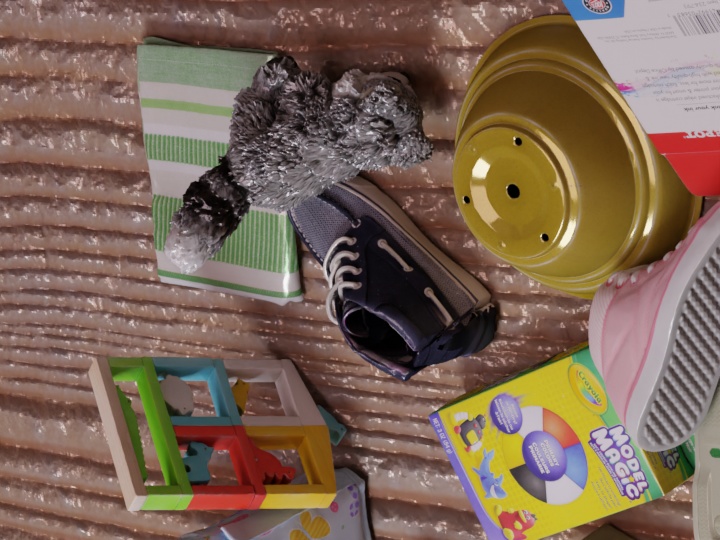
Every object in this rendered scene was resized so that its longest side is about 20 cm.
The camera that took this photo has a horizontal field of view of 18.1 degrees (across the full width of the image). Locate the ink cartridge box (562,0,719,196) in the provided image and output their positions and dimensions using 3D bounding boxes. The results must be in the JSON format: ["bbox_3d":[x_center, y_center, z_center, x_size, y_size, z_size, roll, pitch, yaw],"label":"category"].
[{"bbox_3d":[0.214,-0.136,1.374,0.116,0.067,0.200,0,139,42],"label":"ink cartridge box"}]

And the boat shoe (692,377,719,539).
[{"bbox_3d":[0.259,0.098,1.480,0.072,0.067,0.202,-165,74,-64],"label":"boat shoe"}]

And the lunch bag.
[{"bbox_3d":[-0.085,0.255,1.777,0.127,0.169,0.201,42,130,22],"label":"lunch bag"}]

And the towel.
[{"bbox_3d":[-0.110,-0.077,1.761,0.152,0.023,0.201,10,113,38],"label":"towel"}]

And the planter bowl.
[{"bbox_3d":[0.122,-0.063,1.512,0.200,0.083,0.202,19,119,36],"label":"planter bowl"}]

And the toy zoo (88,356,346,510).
[{"bbox_3d":[-0.099,0.123,1.725,0.021,0.199,0.132,-58,40,41],"label":"toy zoo"}]

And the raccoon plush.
[{"bbox_3d":[-0.034,-0.063,1.602,0.134,0.097,0.201,20,79,48],"label":"raccoon plush"}]

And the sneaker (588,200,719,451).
[{"bbox_3d":[0.203,0.008,1.450,0.105,0.075,0.201,61,139,46],"label":"sneaker"}]

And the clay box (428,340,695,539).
[{"bbox_3d":[0.148,0.118,1.593,0.200,0.047,0.115,-28,89,46],"label":"clay box"}]

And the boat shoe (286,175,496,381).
[{"bbox_3d":[0.000,0.000,1.644,0.200,0.093,0.075,36,129,25],"label":"boat shoe"}]

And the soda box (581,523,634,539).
[{"bbox_3d":[0.226,0.259,1.570,0.199,0.068,0.064,29,125,30],"label":"soda box"}]
